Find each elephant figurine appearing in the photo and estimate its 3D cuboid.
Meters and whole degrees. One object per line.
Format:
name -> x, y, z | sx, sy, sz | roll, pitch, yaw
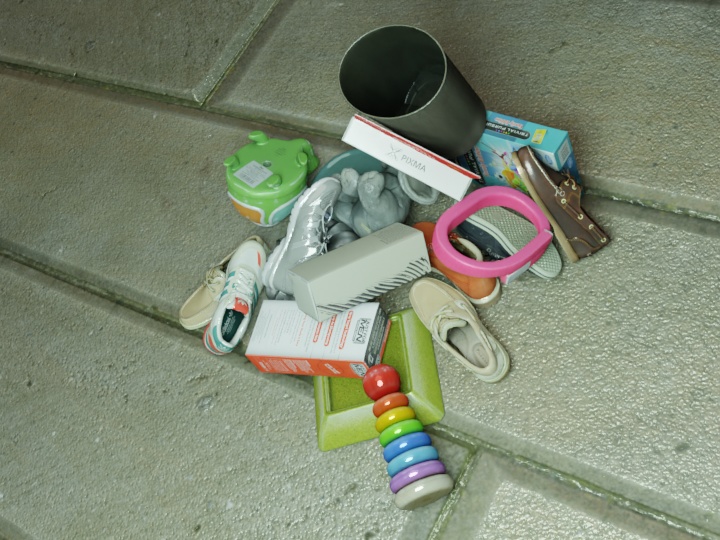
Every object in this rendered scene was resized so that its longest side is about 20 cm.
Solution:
elephant figurine -> 0.059, -0.139, 1.491 | 0.199, 0.156, 0.141 | -30, 41, -35

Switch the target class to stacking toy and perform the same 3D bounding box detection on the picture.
stacking toy -> 0.054, 0.219, 1.261 | 0.085, 0.085, 0.201 | -25, 66, 7

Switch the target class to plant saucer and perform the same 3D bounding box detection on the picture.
plant saucer -> 0.013, 0.151, 1.381 | 0.198, 0.048, 0.201 | -17, 52, 13
plant saucer -> -0.011, -0.146, 1.608 | 0.199, 0.036, 0.201 | -12, 53, 17

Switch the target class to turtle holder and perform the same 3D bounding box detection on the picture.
turtle holder -> -0.158, -0.164, 1.617 | 0.140, 0.132, 0.186 | 10, 48, 6

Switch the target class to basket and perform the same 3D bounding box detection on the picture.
basket -> 0.091, -0.249, 1.335 | 0.180, 0.200, 0.137 | 20, 88, 34

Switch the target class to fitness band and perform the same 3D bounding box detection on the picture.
fitness band -> 0.194, -0.055, 1.344 | 0.143, 0.038, 0.200 | 38, 51, 23

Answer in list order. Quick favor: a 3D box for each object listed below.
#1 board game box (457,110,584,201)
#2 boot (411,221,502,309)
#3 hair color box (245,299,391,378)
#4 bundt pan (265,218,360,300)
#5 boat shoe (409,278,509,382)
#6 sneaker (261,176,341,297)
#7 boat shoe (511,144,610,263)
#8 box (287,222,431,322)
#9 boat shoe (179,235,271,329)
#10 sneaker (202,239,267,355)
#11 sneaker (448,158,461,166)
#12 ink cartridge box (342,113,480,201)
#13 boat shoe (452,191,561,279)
board game box -> 0.240, -0.175, 1.436 | 0.199, 0.151, 0.047 | 23, 69, 35
boot -> 0.134, -0.034, 1.418 | 0.075, 0.107, 0.200 | -43, 49, -6
hair color box -> -0.063, 0.102, 1.380 | 0.199, 0.061, 0.102 | 1, 57, 26
bundt pan -> -0.075, 0.000, 1.497 | 0.200, 0.076, 0.203 | -12, 59, 20
boat shoe -> 0.135, 0.079, 1.334 | 0.072, 0.065, 0.200 | -46, 59, 10
sneaker -> -0.073, -0.048, 1.430 | 0.082, 0.075, 0.201 | 30, 98, 23
boat shoe -> 0.294, -0.105, 1.341 | 0.070, 0.200, 0.071 | -29, 23, 22
box -> 0.000, 0.000, 1.363 | 0.199, 0.069, 0.082 | -24, 23, -20
boat shoe -> -0.239, 0.018, 1.578 | 0.200, 0.065, 0.072 | -40, 50, -6
sneaker -> -0.193, 0.044, 1.500 | 0.093, 0.070, 0.201 | -10, 57, 66
sneaker -> 0.115, -0.195, 1.572 | 0.083, 0.081, 0.201 | -39, 40, 13
ink cartridge box -> 0.069, -0.165, 1.345 | 0.199, 0.176, 0.045 | 27, 98, -4
boat shoe -> 0.221, -0.046, 1.407 | 0.200, 0.063, 0.074 | 36, 50, 23
